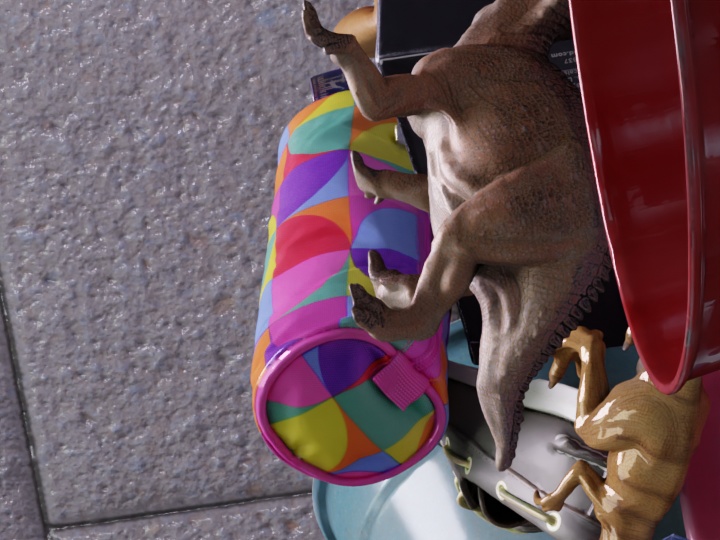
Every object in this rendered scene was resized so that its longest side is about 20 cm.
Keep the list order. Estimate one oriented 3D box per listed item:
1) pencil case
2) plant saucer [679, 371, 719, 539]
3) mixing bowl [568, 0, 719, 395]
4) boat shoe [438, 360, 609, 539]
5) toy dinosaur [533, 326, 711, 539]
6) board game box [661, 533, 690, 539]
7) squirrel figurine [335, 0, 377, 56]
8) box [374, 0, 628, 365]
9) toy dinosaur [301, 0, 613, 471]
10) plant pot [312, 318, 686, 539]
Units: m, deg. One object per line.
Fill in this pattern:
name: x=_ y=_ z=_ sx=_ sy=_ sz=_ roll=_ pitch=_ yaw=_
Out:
pencil case: x=0.000 y=0.000 z=1.217 sx=0.200 sy=0.088 sz=0.089 roll=-86 pitch=-8 yaw=-52
plant saucer: x=0.153 y=0.065 z=1.081 sx=0.201 sy=0.051 sz=0.201 roll=173 pitch=90 yaw=-88
mixing bowl: x=0.114 y=-0.075 z=0.719 sx=0.200 sy=0.108 sz=0.201 roll=172 pitch=90 yaw=-89
boat shoe: x=0.066 y=0.077 z=1.183 sx=0.060 sy=0.072 sz=0.202 roll=-69 pitch=19 yaw=-5
toy dinosaur: x=0.106 y=0.044 z=1.013 sx=0.106 sy=0.060 sz=0.200 roll=-112 pitch=31 yaw=-53
board game box: x=0.094 y=0.171 z=1.064 sx=0.200 sy=0.035 sz=0.136 roll=92 pitch=-158 yaw=-81
squirrel figurine: x=0.075 y=-0.212 z=1.494 sx=0.200 sy=0.141 sz=0.187 roll=143 pitch=131 yaw=-72
box: x=0.077 y=-0.098 z=1.204 sx=0.182 sy=0.104 sz=0.200 roll=72 pitch=-165 yaw=-46
toy dinosaur: x=0.060 y=-0.038 z=1.010 sx=0.086 sy=0.135 sz=0.200 roll=53 pitch=-153 yaw=-73
plant pot: x=0.096 y=0.151 z=1.315 sx=0.196 sy=0.200 sz=0.200 roll=-110 pitch=10 yaw=-45
